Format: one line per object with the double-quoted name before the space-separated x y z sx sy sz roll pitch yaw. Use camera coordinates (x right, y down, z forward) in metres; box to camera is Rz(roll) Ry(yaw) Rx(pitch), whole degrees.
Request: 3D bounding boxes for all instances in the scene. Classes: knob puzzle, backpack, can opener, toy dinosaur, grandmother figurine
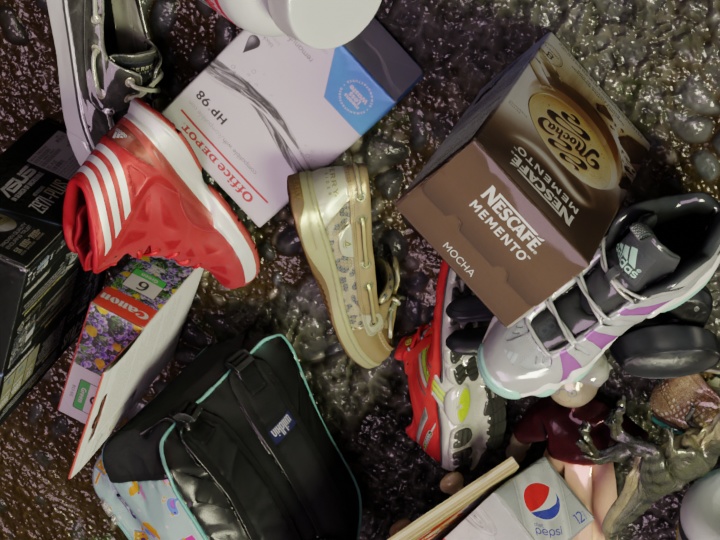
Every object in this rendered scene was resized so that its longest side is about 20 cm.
"knob puzzle" 0.029 0.209 1.538 0.220 0.219 0.031 -44 75 32
"backpack" -0.099 0.175 1.568 0.153 0.176 0.201 -20 109 46
"can opener" 0.158 0.034 1.425 0.198 0.079 0.064 3 111 -5
"toy dinosaur" 0.203 0.135 1.437 0.088 0.048 0.200 36 133 -5
"grandmother figurine" 0.167 0.138 1.512 0.120 0.061 0.202 -1 118 12

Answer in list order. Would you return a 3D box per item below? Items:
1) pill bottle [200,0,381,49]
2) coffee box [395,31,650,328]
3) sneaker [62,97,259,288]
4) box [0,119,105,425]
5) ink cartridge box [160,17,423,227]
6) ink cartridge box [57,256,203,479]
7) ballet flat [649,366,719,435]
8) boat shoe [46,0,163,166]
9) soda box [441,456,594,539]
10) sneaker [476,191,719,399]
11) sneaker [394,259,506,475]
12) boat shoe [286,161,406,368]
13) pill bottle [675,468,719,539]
"pill bottle" -0.072 -0.224 1.336 0.200 0.110 0.112 37 131 42
"coffee box" 0.114 -0.065 1.342 0.113 0.200 0.080 47 123 -7
"sneaker" -0.158 -0.029 1.484 0.078 0.115 0.201 36 164 44
"box" -0.265 0.004 1.525 0.085 0.200 0.165 23 122 7
"ink cartridge box" -0.065 -0.116 1.465 0.116 0.067 0.200 46 123 -5
"ink cartridge box" -0.186 0.060 1.523 0.050 0.200 0.110 26 122 6
"ballet flat" 0.309 0.116 1.442 0.198 0.071 0.066 22 102 5
"boat shoe" -0.183 -0.148 1.482 0.063 0.071 0.202 0 110 34
"soda box" 0.093 0.226 1.545 0.064 0.068 0.200 51 138 11
"sneaker" 0.166 0.005 1.337 0.078 0.199 0.140 52 167 12
"sneaker" 0.062 0.060 1.502 0.085 0.077 0.202 27 125 38
"boat shoe" 0.000 0.000 1.473 0.062 0.074 0.201 -17 140 5
"pill bottle" 0.284 0.253 1.486 0.111 0.112 0.202 12 126 15
